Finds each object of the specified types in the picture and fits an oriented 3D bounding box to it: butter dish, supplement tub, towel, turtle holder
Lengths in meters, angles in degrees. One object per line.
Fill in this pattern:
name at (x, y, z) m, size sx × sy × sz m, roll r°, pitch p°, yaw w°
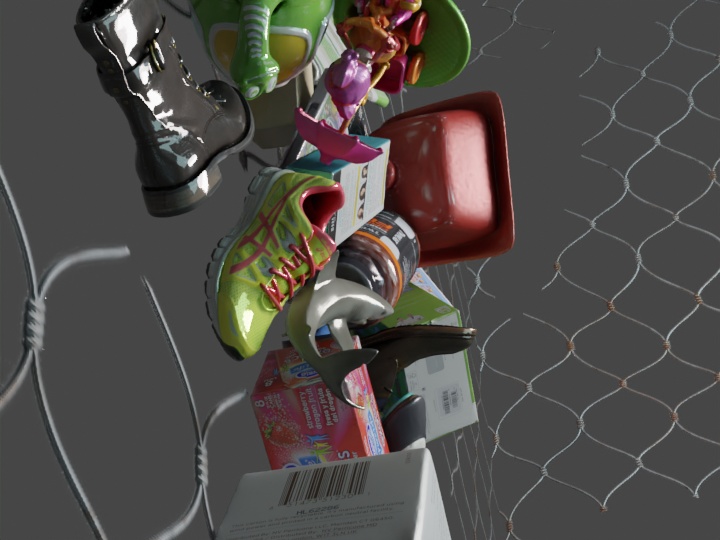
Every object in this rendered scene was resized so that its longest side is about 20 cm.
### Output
butter dish at (0.066, -0.108, 1.293) m, size 0.148 × 0.199 × 0.200 m, roll 1°, pitch 82°, yaw -47°
supplement tub at (0.000, 0.000, 1.175) m, size 0.200 × 0.107 × 0.107 m, roll -53°, pitch 131°, yaw -71°
towel at (-0.046, -0.267, 1.310) m, size 0.149 × 0.031 × 0.200 m, roll 61°, pitch 20°, yaw 14°
turtle holder at (-0.084, -0.233, 0.992) m, size 0.186 × 0.141 × 0.132 m, roll 48°, pitch -39°, yaw 42°

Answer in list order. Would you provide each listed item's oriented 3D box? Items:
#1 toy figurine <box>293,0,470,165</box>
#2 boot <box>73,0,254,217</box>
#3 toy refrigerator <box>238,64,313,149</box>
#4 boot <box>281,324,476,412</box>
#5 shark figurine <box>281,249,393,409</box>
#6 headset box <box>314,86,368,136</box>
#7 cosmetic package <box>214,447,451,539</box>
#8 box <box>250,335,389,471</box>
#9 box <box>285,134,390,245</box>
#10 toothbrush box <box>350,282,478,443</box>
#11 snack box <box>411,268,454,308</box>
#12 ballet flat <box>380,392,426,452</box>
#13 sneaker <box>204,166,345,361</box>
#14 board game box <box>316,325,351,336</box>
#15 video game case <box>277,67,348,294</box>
toy figurine at (0.007, -0.190, 1.029) m, size 0.200 × 0.150 × 0.184 m, roll 95°, pitch 19°, yaw -56°
boot at (-0.144, -0.154, 0.815) m, size 0.200 × 0.069 × 0.174 m, roll -80°, pitch 158°, yaw -56°
toy refrigerator at (-0.095, -0.237, 1.150) m, size 0.076 × 0.070 × 0.200 m, roll 31°, pitch 54°, yaw -76°
boot at (0.024, 0.107, 1.114) m, size 0.075 × 0.200 × 0.097 m, roll 91°, pitch -8°, yaw -87°
shark figurine at (-0.030, 0.030, 0.967) m, size 0.214 × 0.128 × 0.090 m, roll -70°, pitch -176°, yaw -70°
headset box at (-0.029, -0.139, 1.388) m, size 0.149 × 0.075 × 0.200 m, roll -78°, pitch 155°, yaw -63°
cosmetic package at (-0.009, 0.273, 0.851) m, size 0.166 × 0.167 × 0.200 m, roll -72°, pitch 149°, yaw -70°
box at (-0.028, 0.175, 1.035) m, size 0.100 × 0.095 × 0.200 m, roll -74°, pitch 152°, yaw -68°
box at (-0.022, -0.083, 1.119) m, size 0.200 × 0.049 × 0.082 m, roll -41°, pitch 139°, yaw -67°
toothbrush box at (0.046, 0.096, 1.288) m, size 0.200 × 0.086 × 0.146 m, roll 29°, pitch -45°, yaw 61°
snack box at (0.043, -0.004, 1.434) m, size 0.200 × 0.072 × 0.024 m, roll 53°, pitch -53°, yaw 39°
ballet flat at (0.031, 0.204, 1.137) m, size 0.200 × 0.073 × 0.073 m, roll 123°, pitch -24°, yaw -43°
sneaker at (-0.069, -0.012, 0.945) m, size 0.078 × 0.090 × 0.200 m, roll 60°, pitch 39°, yaw -50°
board game box at (-0.037, 0.109, 1.219) m, size 0.158 × 0.039 × 0.200 m, roll -19°, pitch 91°, yaw -78°
video game case at (-0.054, -0.091, 1.131) m, size 0.143 × 0.018 × 0.200 m, roll 82°, pitch 25°, yaw -54°
